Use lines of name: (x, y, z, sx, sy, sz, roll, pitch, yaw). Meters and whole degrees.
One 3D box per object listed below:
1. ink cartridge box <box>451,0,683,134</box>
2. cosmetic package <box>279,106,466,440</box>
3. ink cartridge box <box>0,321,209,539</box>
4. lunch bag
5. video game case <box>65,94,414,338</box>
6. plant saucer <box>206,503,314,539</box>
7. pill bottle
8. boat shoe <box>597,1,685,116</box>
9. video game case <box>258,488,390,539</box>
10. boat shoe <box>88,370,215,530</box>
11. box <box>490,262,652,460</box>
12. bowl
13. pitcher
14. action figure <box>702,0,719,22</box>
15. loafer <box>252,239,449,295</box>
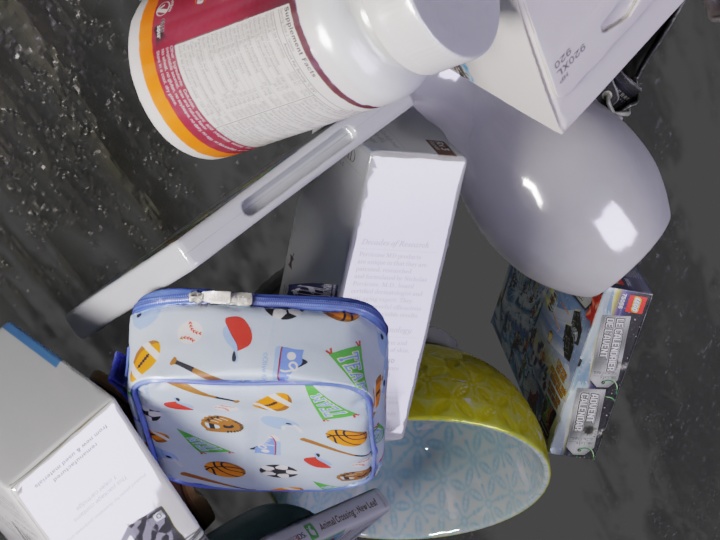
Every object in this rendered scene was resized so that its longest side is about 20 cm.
ink cartridge box: (0.081, -0.212, 1.566, 0.147, 0.200, 0.145, -49, 147, -14)
cosmetic package: (0.000, 0.000, 1.660, 0.074, 0.102, 0.200, 1, 112, -23)
ink cartridge box: (-0.161, 0.146, 1.540, 0.084, 0.145, 0.200, -41, 125, -16)
lunch bag: (-0.064, 0.070, 1.534, 0.200, 0.160, 0.076, 87, 6, -65)
video game case: (-0.075, -0.035, 1.560, 0.182, 0.022, 0.200, -38, -175, -28)
plant saucer: (-0.118, 0.216, 1.760, 0.200, 0.027, 0.200, -36, 169, -8)
pill bottle: (-0.027, -0.137, 1.471, 0.110, 0.200, 0.110, 23, 60, -46)
boat shoe: (0.168, -0.139, 1.873, 0.071, 0.064, 0.200, 21, 100, -58)
video game case: (-0.089, 0.226, 1.769, 0.200, 0.022, 0.182, -40, 169, 23)
boat shoe: (-0.148, 0.140, 1.681, 0.070, 0.070, 0.200, -47, 146, -18)
box: (0.150, 0.028, 1.885, 0.040, 0.200, 0.137, 9, 115, -15)
bowl: (0.032, 0.103, 1.836, 0.200, 0.200, 0.108, 54, 29, -56)
pitcher: (0.126, -0.096, 1.749, 0.172, 0.200, 0.121, -49, -172, -27)
action figure: (0.252, -0.278, 1.831, 0.200, 0.105, 0.194, -15, 108, -11)
loafer: (-0.015, 0.023, 1.759, 0.200, 0.070, 0.075, -49, 147, -13)
